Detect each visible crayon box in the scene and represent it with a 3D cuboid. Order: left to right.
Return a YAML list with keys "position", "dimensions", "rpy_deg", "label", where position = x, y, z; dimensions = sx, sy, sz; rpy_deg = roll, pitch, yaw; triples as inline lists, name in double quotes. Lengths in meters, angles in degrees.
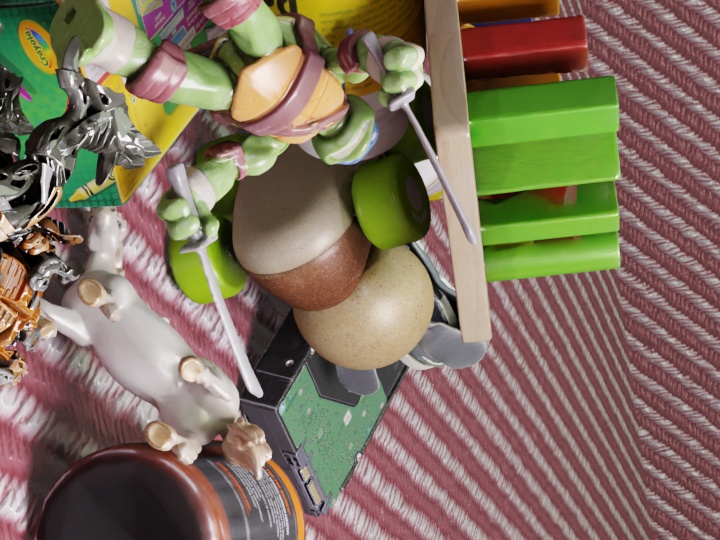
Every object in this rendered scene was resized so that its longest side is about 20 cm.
- position: [-0.128, -0.137, 0.997]
  dimensions: [0.200, 0.058, 0.119]
  rpy_deg: [-61, 144, -50]
  label: "crayon box"

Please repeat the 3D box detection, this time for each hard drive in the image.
- position: [-0.013, 0.061, 1.337]
  dimensions: [0.201, 0.038, 0.140]
  rpy_deg: [-61, 148, -31]
  label: "hard drive"

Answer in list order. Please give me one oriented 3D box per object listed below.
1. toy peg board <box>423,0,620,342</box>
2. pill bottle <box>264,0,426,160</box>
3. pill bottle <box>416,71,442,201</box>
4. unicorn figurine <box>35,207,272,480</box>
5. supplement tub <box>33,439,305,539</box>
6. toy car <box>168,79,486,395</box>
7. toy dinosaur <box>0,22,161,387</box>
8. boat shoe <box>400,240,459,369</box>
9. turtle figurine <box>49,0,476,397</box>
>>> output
- position: [0.091, -0.098, 1.042]
  dimensions: [0.200, 0.097, 0.200]
  rpy_deg: [79, 7, -55]
  label: "toy peg board"
- position: [-0.016, -0.159, 1.041]
  dimensions: [0.201, 0.103, 0.105]
  rpy_deg: [81, 14, -45]
  label: "pill bottle"
- position: [0.039, -0.116, 1.555]
  dimensions: [0.200, 0.108, 0.110]
  rpy_deg: [0, 86, -75]
  label: "pill bottle"
- position: [-0.118, 0.030, 0.958]
  dimensions: [0.201, 0.074, 0.137]
  rpy_deg: [60, 5, 3]
  label: "unicorn figurine"
- position: [-0.093, 0.147, 1.005]
  dimensions: [0.200, 0.106, 0.108]
  rpy_deg: [14, 72, -73]
  label: "supplement tub"
- position: [0.000, 0.000, 1.198]
  dimensions: [0.200, 0.163, 0.158]
  rpy_deg: [57, 30, -34]
  label: "toy car"
- position: [-0.167, -0.034, 0.817]
  dimensions: [0.136, 0.102, 0.200]
  rpy_deg: [-56, 172, -35]
  label: "toy dinosaur"
- position: [0.018, -0.019, 1.274]
  dimensions: [0.073, 0.062, 0.201]
  rpy_deg: [-44, 108, -34]
  label: "boat shoe"
- position: [-0.046, -0.075, 0.895]
  dimensions: [0.194, 0.143, 0.201]
  rpy_deg: [34, 53, -40]
  label: "turtle figurine"
